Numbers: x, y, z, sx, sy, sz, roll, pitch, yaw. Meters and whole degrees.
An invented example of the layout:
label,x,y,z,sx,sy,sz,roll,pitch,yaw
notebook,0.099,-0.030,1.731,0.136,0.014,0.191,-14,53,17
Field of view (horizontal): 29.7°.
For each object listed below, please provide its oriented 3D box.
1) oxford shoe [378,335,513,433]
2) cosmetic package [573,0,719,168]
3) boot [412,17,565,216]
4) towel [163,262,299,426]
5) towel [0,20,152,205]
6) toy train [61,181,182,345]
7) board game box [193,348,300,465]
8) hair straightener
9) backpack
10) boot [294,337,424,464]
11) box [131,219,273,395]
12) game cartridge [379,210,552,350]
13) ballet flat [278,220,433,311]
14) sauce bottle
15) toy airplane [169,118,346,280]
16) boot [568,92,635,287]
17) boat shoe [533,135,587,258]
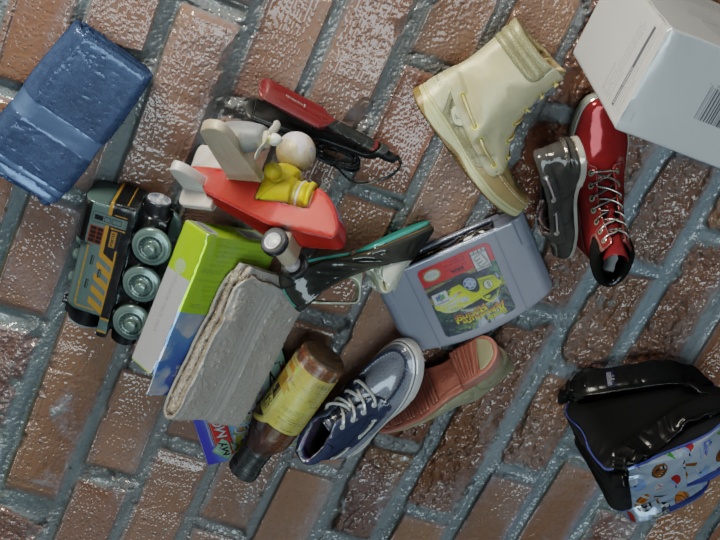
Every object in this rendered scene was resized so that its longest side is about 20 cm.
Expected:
label,x,y,z,sx,sy,sz,roll,pitch,yaw
oxford shoe,0.105,0.157,1.712,0.199,0.071,0.074,-29,142,22
cosmetic package,0.357,-0.211,1.452,0.198,0.201,0.124,18,119,-16
boot,0.173,-0.170,1.532,0.155,0.073,0.200,-35,115,12
towel,-0.142,0.091,1.586,0.132,0.034,0.201,16,103,-54
towel,-0.324,-0.172,1.486,0.111,0.049,0.200,35,111,-23
toy train,-0.278,-0.009,1.570,0.113,0.085,0.201,18,119,-2
board game box,-0.153,0.144,1.696,0.133,0.029,0.202,-14,120,0
hair straightener,-0.043,-0.149,1.545,0.198,0.041,0.077,21,137,-23
backpack,0.374,0.211,1.710,0.189,0.201,0.155,-24,125,0
boot,-0.001,0.167,1.673,0.090,0.073,0.201,-11,141,-51
box,-0.184,0.046,1.571,0.121,0.047,0.202,8,110,-53
game cartridge,0.128,0.018,1.653,0.198,0.041,0.134,-24,123,7
ballet flat,0.000,0.000,1.587,0.198,0.068,0.069,-17,94,-15
sauce bottle,-0.096,0.177,1.667,0.066,0.066,0.201,28,111,-20
toy airplane,-0.108,-0.097,1.498,0.199,0.200,0.142,39,80,-14
boot,0.283,-0.090,1.545,0.072,0.145,0.202,-4,119,-3
boat shoe,0.220,-0.081,1.564,0.056,0.067,0.201,-10,145,-4
